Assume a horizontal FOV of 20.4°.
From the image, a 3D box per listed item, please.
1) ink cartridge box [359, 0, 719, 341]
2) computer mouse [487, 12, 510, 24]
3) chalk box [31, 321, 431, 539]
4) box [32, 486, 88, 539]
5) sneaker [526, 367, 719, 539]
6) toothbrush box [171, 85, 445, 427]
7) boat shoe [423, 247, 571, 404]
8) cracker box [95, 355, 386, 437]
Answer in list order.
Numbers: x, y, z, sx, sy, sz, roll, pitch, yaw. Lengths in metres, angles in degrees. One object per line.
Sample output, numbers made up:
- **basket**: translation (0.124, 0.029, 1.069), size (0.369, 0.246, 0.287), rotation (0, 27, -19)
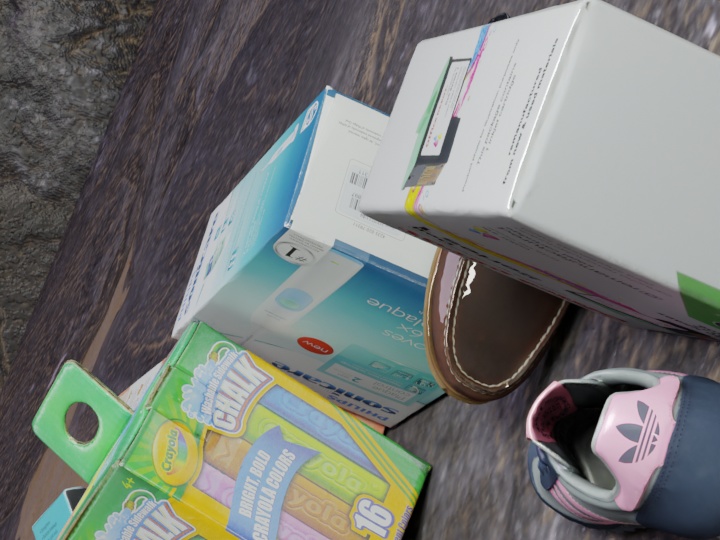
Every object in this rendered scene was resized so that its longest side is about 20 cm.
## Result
- **ink cartridge box**: translation (0.099, -0.033, 0.776), size (0.085, 0.144, 0.200), rotation (-69, 15, -3)
- **computer mouse**: translation (0.068, -0.083, 1.122), size (0.139, 0.053, 0.200), rotation (-50, 7, 0)
- **chalk box**: translation (-0.086, 0.125, 1.064), size (0.125, 0.199, 0.124), rotation (-55, 6, 40)
- **box**: translation (-0.111, 0.217, 1.110), size (0.049, 0.082, 0.201), rotation (-45, 58, 41)
- **sneaker**: translation (0.095, 0.063, 0.780), size (0.071, 0.081, 0.200), rotation (-71, 15, -10)
- **toothbrush box**: translation (0.000, 0.000, 1.083), size (0.200, 0.146, 0.086), rotation (-37, 33, 62)
- **boat shoe**: translation (0.087, -0.033, 0.966), size (0.070, 0.070, 0.201), rotation (158, 133, -75)
- **cracker box**: translation (-0.083, 0.112, 1.241), size (0.200, 0.133, 0.058), rotation (-37, 34, 64)
